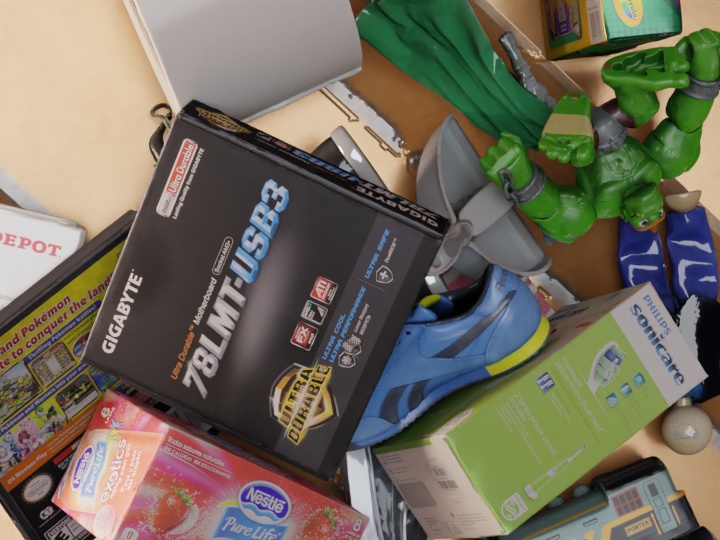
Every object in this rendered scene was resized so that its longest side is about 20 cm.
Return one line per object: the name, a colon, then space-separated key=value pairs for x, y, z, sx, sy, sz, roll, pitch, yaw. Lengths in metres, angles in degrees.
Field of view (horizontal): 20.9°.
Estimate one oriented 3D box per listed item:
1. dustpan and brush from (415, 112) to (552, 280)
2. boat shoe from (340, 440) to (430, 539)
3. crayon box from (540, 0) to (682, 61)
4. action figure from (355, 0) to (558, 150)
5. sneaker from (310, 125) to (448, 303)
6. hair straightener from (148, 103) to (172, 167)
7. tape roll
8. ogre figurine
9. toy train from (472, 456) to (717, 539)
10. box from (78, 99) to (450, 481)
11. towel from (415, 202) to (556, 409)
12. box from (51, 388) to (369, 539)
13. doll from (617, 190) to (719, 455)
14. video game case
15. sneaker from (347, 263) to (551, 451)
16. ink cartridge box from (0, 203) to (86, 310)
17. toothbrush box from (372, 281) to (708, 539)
dustpan and brush: x=0.078 y=-0.034 z=1.427 sx=0.057 sy=0.200 sz=0.140 roll=-30 pitch=98 yaw=40
boat shoe: x=0.027 y=0.201 z=1.489 sx=0.067 sy=0.072 sz=0.202 roll=-9 pitch=85 yaw=-7
crayon box: x=0.176 y=-0.221 z=1.424 sx=0.058 sy=0.200 sz=0.120 roll=-6 pitch=93 yaw=-6
action figure: x=0.089 y=-0.150 z=1.475 sx=0.200 sy=0.118 sz=0.055 roll=40 pitch=57 yaw=-22
sneaker: x=0.000 y=0.000 z=1.430 sx=0.099 sy=0.071 sz=0.201 roll=-33 pitch=112 yaw=3
hair straightener: x=-0.105 y=-0.048 z=1.439 sx=0.041 sy=0.077 sz=0.201 roll=-18 pitch=67 yaw=-24
tape roll: x=-0.099 y=-0.210 z=1.391 sx=0.138 sy=0.203 sz=0.204 roll=-25 pitch=95 yaw=-5
ogre figurine: x=0.190 y=-0.092 z=1.452 sx=0.098 sy=0.120 sz=0.200 roll=29 pitch=65 yaw=34
toy train: x=0.175 y=0.225 z=1.504 sx=0.199 sy=0.085 sz=0.115 roll=-23 pitch=82 yaw=-4
box: x=-0.067 y=0.014 z=1.336 sx=0.197 sy=0.050 sz=0.201 roll=25 pitch=109 yaw=0
towel: x=0.076 y=0.050 z=1.496 sx=0.146 sy=0.030 sz=0.200 roll=-41 pitch=97 yaw=-20
box: x=-0.107 y=0.173 z=1.413 sx=0.199 sy=0.102 sz=0.095 roll=29 pitch=86 yaw=-35
doll: x=0.239 y=0.043 z=1.516 sx=0.135 sy=0.048 sz=0.202 roll=-9 pitch=91 yaw=4
video game case: x=-0.194 y=0.087 z=1.412 sx=0.200 sy=0.025 sz=0.182 roll=-39 pitch=119 yaw=-21
sneaker: x=0.037 y=0.058 z=1.398 sx=0.199 sy=0.066 sz=0.079 roll=-31 pitch=118 yaw=22
ink cartridge box: x=-0.292 y=0.046 z=1.435 sx=0.145 sy=0.084 sz=0.202 roll=14 pitch=90 yaw=-7
toothbrush box: x=0.128 y=0.104 z=1.414 sx=0.199 sy=0.145 sz=0.086 roll=-34 pitch=94 yaw=-21
